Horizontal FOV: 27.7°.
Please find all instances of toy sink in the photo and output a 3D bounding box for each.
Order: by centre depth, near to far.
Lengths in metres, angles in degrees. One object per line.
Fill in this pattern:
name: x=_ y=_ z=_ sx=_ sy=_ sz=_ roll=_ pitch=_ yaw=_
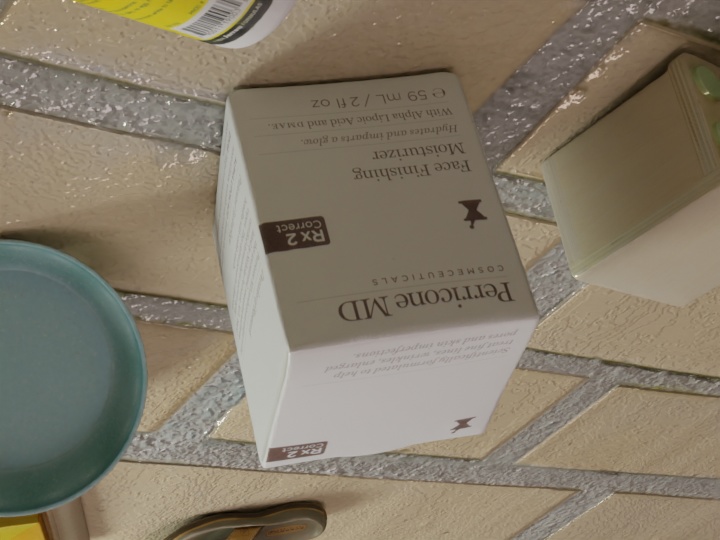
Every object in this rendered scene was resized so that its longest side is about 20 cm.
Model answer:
toy sink: x=0.253 y=-0.075 z=1.063 sx=0.130 sy=0.113 sz=0.200 roll=12 pitch=144 yaw=-39

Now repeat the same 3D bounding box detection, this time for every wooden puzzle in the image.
wooden puzzle: x=-0.362 y=0.261 z=1.393 sx=0.199 sy=0.037 sz=0.185 roll=-10 pitch=149 yaw=-11

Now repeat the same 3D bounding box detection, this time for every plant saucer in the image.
plant saucer: x=-0.252 y=0.075 z=1.043 sx=0.199 sy=0.201 sz=0.036 roll=-12 pitch=-169 yaw=-7

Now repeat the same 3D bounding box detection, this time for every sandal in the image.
sandal: x=-0.128 y=0.292 z=1.536 sx=0.199 sy=0.054 sz=0.080 roll=-8 pitch=149 yaw=-13

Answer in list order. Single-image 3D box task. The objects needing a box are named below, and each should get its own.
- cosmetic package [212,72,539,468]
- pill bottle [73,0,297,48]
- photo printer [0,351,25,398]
cosmetic package: x=0.000 y=0.000 z=0.977 sx=0.164 sy=0.201 sz=0.165 roll=-8 pitch=149 yaw=-15
pill bottle: x=-0.126 y=-0.185 z=0.703 sx=0.199 sy=0.113 sz=0.112 roll=12 pitch=139 yaw=-39
photo printer: x=-0.297 y=0.124 z=1.166 sx=0.166 sy=0.070 sz=0.200 roll=-23 pitch=149 yaw=7
